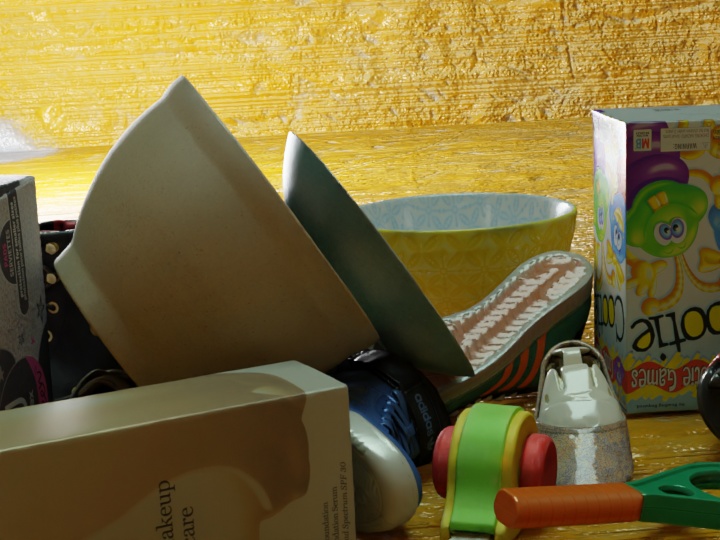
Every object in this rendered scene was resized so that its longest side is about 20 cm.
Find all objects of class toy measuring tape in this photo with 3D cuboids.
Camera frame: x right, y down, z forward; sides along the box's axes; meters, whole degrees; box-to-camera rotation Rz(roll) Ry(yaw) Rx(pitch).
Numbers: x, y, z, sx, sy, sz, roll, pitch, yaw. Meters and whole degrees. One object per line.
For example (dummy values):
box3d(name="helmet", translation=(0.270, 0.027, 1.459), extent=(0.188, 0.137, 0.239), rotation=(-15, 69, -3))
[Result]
box3d(name="toy measuring tape", translation=(0.063, 0.117, 0.920), extent=(0.073, 0.074, 0.200), rotation=(1, 11, 21))

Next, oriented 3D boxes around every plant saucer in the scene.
box3d(name="plant saucer", translation=(0.000, 0.000, 1.103), extent=(0.039, 0.202, 0.201), rotation=(-36, 15, -3))

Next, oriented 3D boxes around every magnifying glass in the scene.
box3d(name="magnifying glass", translation=(0.164, 0.126, 0.912), extent=(0.198, 0.023, 0.079), rotation=(3, 11, -26))

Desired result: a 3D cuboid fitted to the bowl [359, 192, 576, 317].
box3d(name="bowl", translation=(0.083, 0.002, 1.411), extent=(0.198, 0.109, 0.200), rotation=(-3, 10, 1))

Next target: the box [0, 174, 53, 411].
box3d(name="box", translation=(-0.260, 0.049, 1.007), extent=(0.114, 0.202, 0.132), rotation=(2, 12, 16))

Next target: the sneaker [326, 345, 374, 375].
box3d(name="sneaker", translation=(-0.031, 0.060, 1.185), extent=(0.089, 0.068, 0.200), rotation=(-12, 1, 7))

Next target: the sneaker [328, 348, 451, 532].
box3d(name="sneaker", translation=(0.014, 0.097, 1.015), extent=(0.110, 0.077, 0.200), rotation=(-18, 9, -23))

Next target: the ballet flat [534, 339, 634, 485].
box3d(name="ballet flat", translation=(0.134, 0.087, 1.065), extent=(0.067, 0.068, 0.200), rotation=(-3, 11, 2))

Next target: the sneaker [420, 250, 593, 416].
box3d(name="sneaker", translation=(0.096, 0.066, 1.210), extent=(0.199, 0.080, 0.071), rotation=(-31, 42, -27))

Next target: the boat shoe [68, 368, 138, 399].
box3d(name="boat shoe", translation=(-0.148, 0.099, 1.064), extent=(0.075, 0.073, 0.200), rotation=(0, 11, 16))

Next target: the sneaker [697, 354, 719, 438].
box3d(name="sneaker", translation=(0.304, 0.044, 1.065), extent=(0.199, 0.071, 0.098), rotation=(-31, -8, 7))

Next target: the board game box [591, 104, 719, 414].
box3d(name="board game box", translation=(0.224, -0.011, 1.190), extent=(0.104, 0.202, 0.103), rotation=(-3, 11, -5))

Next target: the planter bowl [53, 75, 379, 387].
box3d(name="planter bowl", translation=(-0.100, 0.002, 1.023), extent=(0.134, 0.201, 0.200), rotation=(-37, 15, -4))

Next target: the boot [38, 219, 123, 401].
box3d(name="boot", translation=(-0.218, 0.045, 1.148), extent=(0.198, 0.152, 0.073), rotation=(-7, 11, -20))

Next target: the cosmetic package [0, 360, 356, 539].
box3d(name="cosmetic package", translation=(-0.105, 0.117, 0.880), extent=(0.198, 0.106, 0.071), rotation=(-10, 13, -27))

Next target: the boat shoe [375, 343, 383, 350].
box3d(name="boat shoe", translation=(-0.009, 0.050, 1.298), extent=(0.060, 0.072, 0.201), rotation=(-10, 5, -28))
